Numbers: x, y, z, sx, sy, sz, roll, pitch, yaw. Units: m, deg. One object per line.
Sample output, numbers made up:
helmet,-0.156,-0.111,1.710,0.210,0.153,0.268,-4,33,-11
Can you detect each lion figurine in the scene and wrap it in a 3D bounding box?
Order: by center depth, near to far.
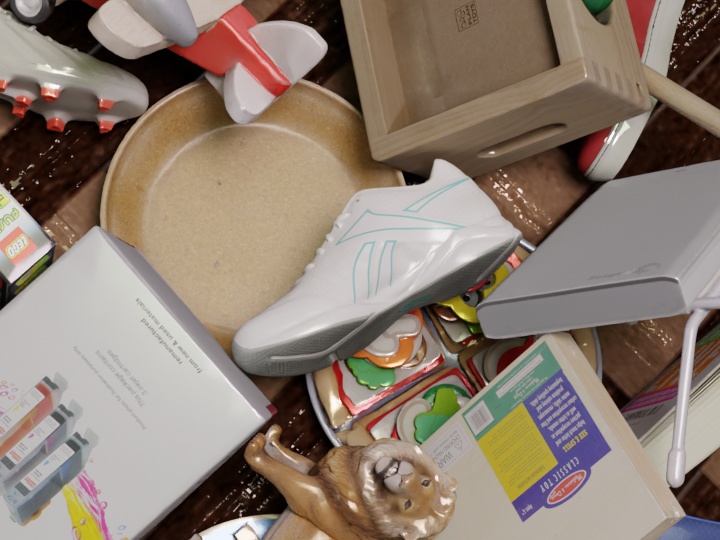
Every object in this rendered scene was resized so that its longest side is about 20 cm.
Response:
lion figurine,-0.040,0.173,0.947,0.122,0.072,0.200,37,94,8

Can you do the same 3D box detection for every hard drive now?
hard drive,0.171,-0.018,0.971,0.200,0.132,0.026,-39,113,-51

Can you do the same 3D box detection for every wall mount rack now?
wall mount rack,0.171,0.047,0.966,0.174,0.200,0.075,-44,116,-36

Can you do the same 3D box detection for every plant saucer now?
plant saucer,-0.068,-0.031,1.031,0.200,0.035,0.201,2,72,-7

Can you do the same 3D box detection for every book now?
book,0.223,0.081,1.035,0.200,0.134,0.048,-38,91,-19

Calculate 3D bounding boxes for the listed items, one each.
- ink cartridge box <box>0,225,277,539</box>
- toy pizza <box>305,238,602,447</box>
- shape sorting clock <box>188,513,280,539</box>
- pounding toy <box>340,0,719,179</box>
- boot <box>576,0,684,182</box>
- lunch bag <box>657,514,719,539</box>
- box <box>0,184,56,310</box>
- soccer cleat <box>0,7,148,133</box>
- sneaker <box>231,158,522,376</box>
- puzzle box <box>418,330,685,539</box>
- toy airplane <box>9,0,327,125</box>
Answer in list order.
ink cartridge box,-0.170,0.097,0.908,0.200,0.145,0.145,-41,89,-2
toy pizza,0.063,0.056,1.038,0.200,0.032,0.201,2,71,-6
shape sorting clock,-0.053,0.251,0.980,0.200,0.039,0.200,3,77,-13
pounding toy,0.114,-0.149,1.028,0.142,0.200,0.185,11,64,-57
boot,0.145,-0.167,1.108,0.144,0.072,0.200,20,68,-6
lunch bag,0.185,0.223,0.991,0.200,0.136,0.133,14,74,-9
box,-0.230,-0.022,0.914,0.035,0.200,0.110,-44,91,-18
soccer cleat,-0.231,-0.143,1.009,0.200,0.069,0.078,11,71,-5
sneaker,0.000,0.000,0.981,0.200,0.070,0.080,-28,73,-22
puzzle box,0.085,0.148,0.940,0.025,0.200,0.133,8,45,-49
toy airplane,-0.105,-0.185,0.982,0.199,0.141,0.200,6,34,-35
